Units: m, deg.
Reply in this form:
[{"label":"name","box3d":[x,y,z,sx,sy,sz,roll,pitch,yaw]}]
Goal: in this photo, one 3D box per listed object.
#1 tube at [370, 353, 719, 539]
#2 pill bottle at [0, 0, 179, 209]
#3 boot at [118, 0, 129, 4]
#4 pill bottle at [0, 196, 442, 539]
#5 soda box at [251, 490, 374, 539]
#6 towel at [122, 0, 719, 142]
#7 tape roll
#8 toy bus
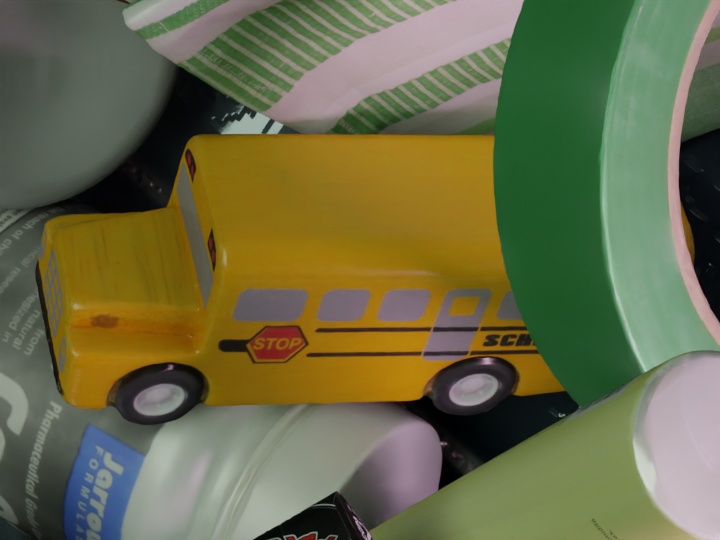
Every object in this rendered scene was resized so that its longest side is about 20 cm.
[{"label":"tube","box3d":[0.059,0.073,0.834,0.058,0.052,0.200,49,153,-3]},{"label":"pill bottle","box3d":[-0.155,-0.110,1.043,0.200,0.109,0.109,41,106,45]},{"label":"boot","box3d":[0.024,-0.110,0.947,0.200,0.155,0.077,-13,72,26]},{"label":"pill bottle","box3d":[-0.078,0.050,1.016,0.200,0.114,0.114,28,100,25]},{"label":"soda box","box3d":[0.011,0.152,0.860,0.071,0.200,0.063,-30,49,2]},{"label":"towel","box3d":[0.038,-0.072,0.919,0.153,0.200,0.023,-23,60,25]},{"label":"tape roll","box3d":[0.129,-0.038,0.871,0.048,0.200,0.201,10,92,50]},{"label":"toy bus","box3d":[0.000,0.000,0.941,0.078,0.200,0.065,110,153,-47]}]
